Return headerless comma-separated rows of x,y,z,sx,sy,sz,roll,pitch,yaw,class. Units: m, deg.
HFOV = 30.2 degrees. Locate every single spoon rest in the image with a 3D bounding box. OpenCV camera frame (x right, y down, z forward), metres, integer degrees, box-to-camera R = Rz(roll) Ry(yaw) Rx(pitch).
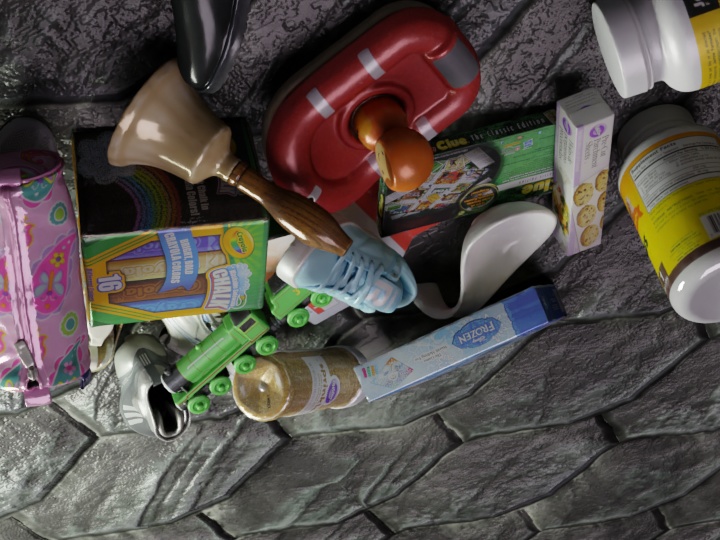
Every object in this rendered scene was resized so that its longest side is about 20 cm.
0.121,-0.006,1.328,0.099,0.061,0.200,-6,155,-35,spoon rest

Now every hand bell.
-0.093,-0.072,1.071,0.200,0.104,0.104,35,132,4,hand bell

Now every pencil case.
-0.267,0.004,1.070,0.087,0.087,0.201,-6,114,-12,pencil case

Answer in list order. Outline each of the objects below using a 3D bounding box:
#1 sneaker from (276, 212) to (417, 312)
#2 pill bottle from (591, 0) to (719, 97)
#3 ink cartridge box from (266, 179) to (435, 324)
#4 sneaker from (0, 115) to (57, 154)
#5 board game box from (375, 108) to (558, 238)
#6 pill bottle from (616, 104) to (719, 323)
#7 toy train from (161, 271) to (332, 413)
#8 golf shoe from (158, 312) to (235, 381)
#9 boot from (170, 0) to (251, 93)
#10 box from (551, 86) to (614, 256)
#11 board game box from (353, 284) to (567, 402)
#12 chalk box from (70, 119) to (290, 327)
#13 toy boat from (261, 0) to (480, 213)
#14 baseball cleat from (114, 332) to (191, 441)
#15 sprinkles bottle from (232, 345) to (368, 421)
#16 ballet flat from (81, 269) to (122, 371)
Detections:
0.000,0.000,1.193,0.074,0.082,0.200,-60,158,13,sneaker
0.300,-0.217,1.108,0.199,0.113,0.113,-20,143,4,pill bottle
-0.007,-0.037,1.282,0.199,0.050,0.162,-26,143,18,ink cartridge box
-0.326,-0.044,1.136,0.077,0.112,0.201,13,101,-41,sneaker
0.112,-0.093,1.249,0.199,0.024,0.105,-15,143,-15,board game box
0.308,-0.058,1.240,0.109,0.201,0.109,-10,143,-8,pill bottle
-0.110,0.061,1.269,0.200,0.042,0.056,-41,129,8,toy train
-0.152,0.065,1.358,0.097,0.079,0.200,-6,140,15,golf shoe
-0.177,-0.216,0.963,0.199,0.066,0.165,3,123,-30,boot
0.208,-0.089,1.263,0.041,0.039,0.200,-22,146,-10,box
0.111,0.074,1.392,0.198,0.044,0.200,-25,174,13,board game box
-0.145,-0.044,1.160,0.199,0.125,0.124,-5,142,-13,chalk box
0.018,-0.116,1.102,0.200,0.131,0.130,-37,139,12,toy boat
-0.213,0.147,1.387,0.070,0.107,0.200,-25,150,-10,baseball cleat
-0.057,0.115,1.377,0.068,0.068,0.200,-32,167,21,sprinkles bottle
-0.261,0.056,1.295,0.070,0.071,0.200,2,140,-23,ballet flat
